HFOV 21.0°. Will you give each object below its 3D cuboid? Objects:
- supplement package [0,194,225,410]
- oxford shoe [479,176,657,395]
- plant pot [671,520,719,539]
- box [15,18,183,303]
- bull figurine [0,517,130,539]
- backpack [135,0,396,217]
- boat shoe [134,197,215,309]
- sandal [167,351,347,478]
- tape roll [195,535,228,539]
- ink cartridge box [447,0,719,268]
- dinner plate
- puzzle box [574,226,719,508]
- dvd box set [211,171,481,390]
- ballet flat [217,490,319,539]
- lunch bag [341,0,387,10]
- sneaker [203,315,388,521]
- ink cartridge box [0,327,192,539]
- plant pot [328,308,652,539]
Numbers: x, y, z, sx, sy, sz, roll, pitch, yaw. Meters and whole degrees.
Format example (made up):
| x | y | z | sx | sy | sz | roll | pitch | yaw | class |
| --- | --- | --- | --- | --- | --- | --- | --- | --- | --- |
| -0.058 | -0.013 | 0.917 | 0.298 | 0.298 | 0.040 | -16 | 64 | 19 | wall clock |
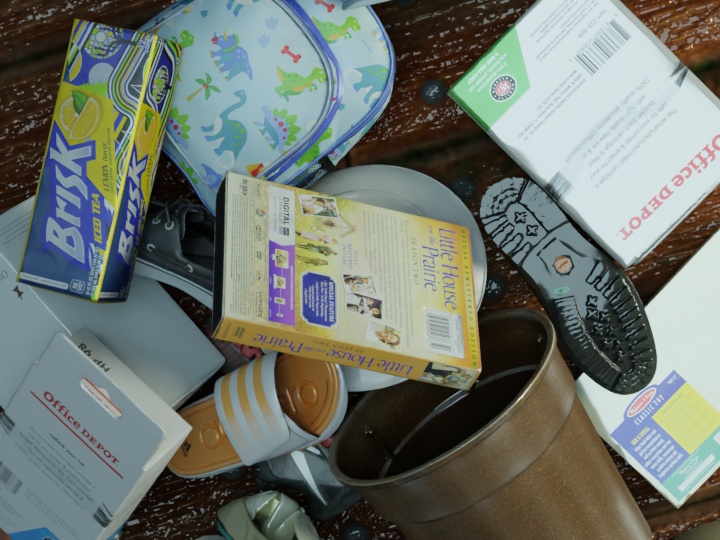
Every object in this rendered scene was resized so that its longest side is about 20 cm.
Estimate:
| x | y | z | sx | sy | sz | roll | pitch | yaw | class |
| --- | --- | --- | --- | --- | --- | --- | --- | --- | --- |
| -0.230 | 0.051 | 1.540 | 0.200 | 0.117 | 0.117 | 48 | 127 | 2 | supplement package |
| 0.169 | 0.008 | 1.535 | 0.073 | 0.084 | 0.200 | -33 | 92 | 4 | oxford shoe |
| 0.303 | 0.304 | 1.510 | 0.200 | 0.134 | 0.200 | 0 | 93 | 6 | plant pot |
| -0.192 | -0.079 | 1.434 | 0.070 | 0.064 | 0.200 | 13 | 93 | 14 | box |
| -0.273 | 0.235 | 1.599 | 0.121 | 0.065 | 0.200 | 27 | 97 | 0 | bull figurine |
| -0.075 | -0.153 | 1.520 | 0.200 | 0.147 | 0.183 | -37 | 91 | 4 | backpack |
| -0.134 | -0.022 | 1.501 | 0.200 | 0.070 | 0.066 | 32 | 134 | 14 | boat shoe |
| -0.095 | 0.120 | 1.510 | 0.207 | 0.059 | 0.079 | -30 | 80 | 35 | sandal |
| -0.062 | 0.290 | 1.513 | 0.202 | 0.202 | 0.071 | 32 | 96 | 3 | tape roll |
| 0.189 | -0.120 | 1.526 | 0.146 | 0.084 | 0.200 | -44 | 88 | 6 | ink cartridge box |
| 0.000 | 0.000 | 1.536 | 0.200 | 0.024 | 0.200 | -4 | 63 | 9 | dinner plate |
| 0.274 | 0.075 | 1.557 | 0.133 | 0.025 | 0.200 | 44 | 96 | 2 | puzzle box |
| -0.011 | 0.007 | 1.438 | 0.200 | 0.146 | 0.029 | 12 | 137 | -17 | dvd box set |
| -0.064 | 0.210 | 1.510 | 0.069 | 0.200 | 0.070 | -4 | 106 | -14 | ballet flat |
| 0.046 | -0.305 | 1.494 | 0.127 | 0.200 | 0.170 | -22 | 93 | 45 | lunch bag |
| -0.067 | 0.122 | 1.569 | 0.098 | 0.071 | 0.200 | -44 | 87 | 8 | sneaker |
| -0.206 | 0.128 | 1.447 | 0.116 | 0.067 | 0.200 | 43 | 128 | 7 | ink cartridge box |
| 0.111 | 0.169 | 1.487 | 0.200 | 0.200 | 0.198 | -32 | 109 | 6 | plant pot |
